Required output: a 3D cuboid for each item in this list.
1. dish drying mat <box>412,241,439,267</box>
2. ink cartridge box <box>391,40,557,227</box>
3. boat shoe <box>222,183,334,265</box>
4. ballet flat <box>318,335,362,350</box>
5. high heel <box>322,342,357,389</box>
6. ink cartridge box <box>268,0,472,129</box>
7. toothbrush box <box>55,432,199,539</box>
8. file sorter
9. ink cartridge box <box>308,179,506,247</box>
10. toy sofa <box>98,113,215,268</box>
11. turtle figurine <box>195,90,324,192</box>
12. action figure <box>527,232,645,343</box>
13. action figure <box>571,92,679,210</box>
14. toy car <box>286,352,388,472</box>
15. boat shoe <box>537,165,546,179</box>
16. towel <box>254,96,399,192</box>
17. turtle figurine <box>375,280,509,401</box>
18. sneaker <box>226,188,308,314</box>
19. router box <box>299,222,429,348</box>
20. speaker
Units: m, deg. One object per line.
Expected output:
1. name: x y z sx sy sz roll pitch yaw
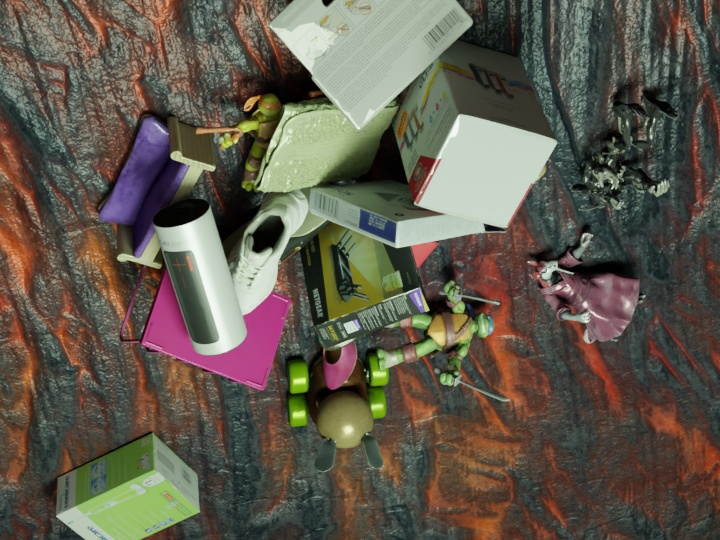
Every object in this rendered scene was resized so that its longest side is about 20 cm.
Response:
1. dish drying mat: 0.033 0.010 1.795 0.076 0.018 0.200 23 122 -28
2. ink cartridge box: 0.141 -0.185 1.520 0.143 0.201 0.146 12 127 -19
3. boat shoe: -0.109 -0.057 1.671 0.200 0.074 0.063 -33 153 11
4. ballet flat: 0.017 0.046 1.719 0.201 0.068 0.068 -52 145 -9
5. high heel: -0.050 0.096 1.770 0.095 0.067 0.202 -6 124 -37
6. ink cartridge box: 0.011 -0.308 1.450 0.200 0.045 0.176 -42 108 3
7. toothbrush box: -0.396 0.383 1.986 0.199 0.087 0.146 -27 132 11
8. file sorter: -0.230 0.074 1.693 0.199 0.140 0.125 25 164 -29
9. ink cartridge box: 0.065 -0.084 1.577 0.199 0.199 0.041 -9 111 -37
10. toy sofa: -0.280 -0.106 1.574 0.097 0.083 0.201 16 126 -27
11. turtle figurine: -0.130 -0.179 1.551 0.198 0.065 0.162 -21 146 -21
12. action figure: 0.344 0.025 1.849 0.198 0.135 0.149 23 167 -15
13. action figure: 0.378 -0.149 1.674 0.118 0.102 0.201 -5 132 -24
14. toy car: -0.027 0.245 1.867 0.162 0.201 0.159 -5 132 -8
15. boat shoe: 0.183 -0.108 1.683 0.199 0.074 0.069 -36 125 19
16. towel: -0.044 -0.170 1.550 0.199 0.037 0.149 -14 143 -38
17. turtle figurine: 0.119 0.096 1.783 0.192 0.201 0.145 -7 121 -3
18. sneaker: -0.145 -0.021 1.584 0.077 0.099 0.201 26 111 3
19. router box: 0.000 0.000 1.652 0.156 0.201 0.052 -21 133 6
20. speaker: -0.213 0.008 1.551 0.080 0.081 0.202 -13 118 -1
